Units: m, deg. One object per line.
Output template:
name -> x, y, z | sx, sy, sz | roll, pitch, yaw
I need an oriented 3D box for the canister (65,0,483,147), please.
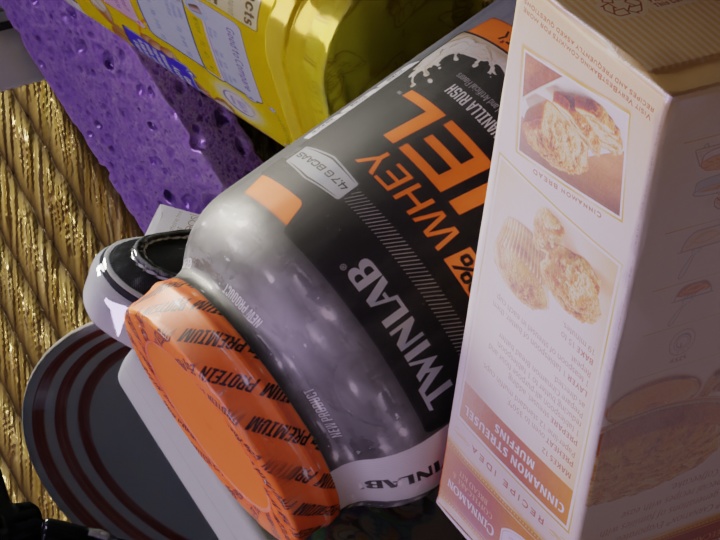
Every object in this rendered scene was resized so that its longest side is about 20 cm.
canister -> -0.057, -0.126, 1.014 | 0.200, 0.087, 0.149 | 34, 163, 22

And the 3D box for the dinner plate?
dinner plate -> -0.052, 0.084, 1.171 | 0.200, 0.024, 0.200 | 12, 135, 12

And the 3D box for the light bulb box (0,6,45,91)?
light bulb box -> -0.242, -0.171, 1.287 | 0.125, 0.198, 0.201 | -5, 102, 58

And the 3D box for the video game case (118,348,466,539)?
video game case -> 0.031, 0.094, 0.980 | 0.200, 0.182, 0.024 | 54, 131, 30

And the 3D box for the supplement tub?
supplement tub -> 0.028, -0.004, 0.891 | 0.123, 0.200, 0.123 | 49, 165, 18

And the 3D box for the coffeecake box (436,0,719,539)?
coffeecake box -> 0.115, -0.004, 0.811 | 0.073, 0.153, 0.200 | 45, 141, 40

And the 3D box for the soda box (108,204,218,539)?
soda box -> -0.076, 0.067, 1.227 | 0.068, 0.064, 0.200 | 16, 135, 7

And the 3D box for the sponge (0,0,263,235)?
sponge -> -0.111, -0.095, 1.207 | 0.111, 0.030, 0.200 | 4, 129, 60

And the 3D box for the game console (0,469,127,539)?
game console -> -0.119, 0.111, 1.167 | 0.200, 0.116, 0.176 | 104, 147, -62

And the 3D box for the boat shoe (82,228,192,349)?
boat shoe -> 0.000, 0.000, 0.980 | 0.072, 0.199, 0.068 | -98, 18, -55
